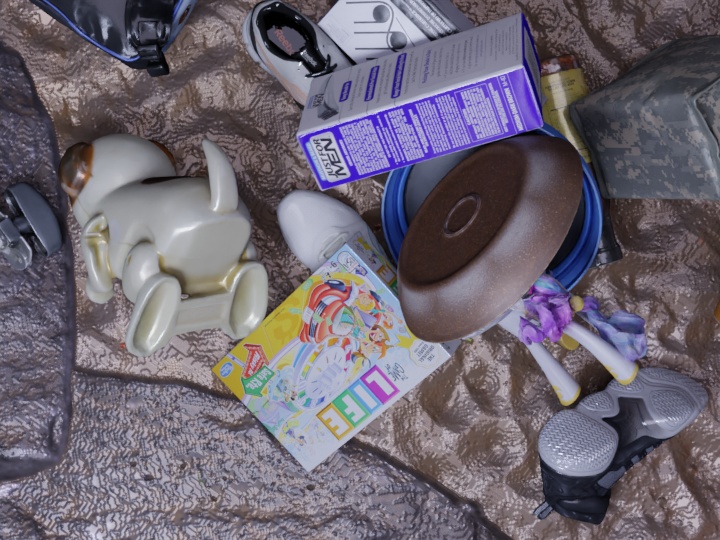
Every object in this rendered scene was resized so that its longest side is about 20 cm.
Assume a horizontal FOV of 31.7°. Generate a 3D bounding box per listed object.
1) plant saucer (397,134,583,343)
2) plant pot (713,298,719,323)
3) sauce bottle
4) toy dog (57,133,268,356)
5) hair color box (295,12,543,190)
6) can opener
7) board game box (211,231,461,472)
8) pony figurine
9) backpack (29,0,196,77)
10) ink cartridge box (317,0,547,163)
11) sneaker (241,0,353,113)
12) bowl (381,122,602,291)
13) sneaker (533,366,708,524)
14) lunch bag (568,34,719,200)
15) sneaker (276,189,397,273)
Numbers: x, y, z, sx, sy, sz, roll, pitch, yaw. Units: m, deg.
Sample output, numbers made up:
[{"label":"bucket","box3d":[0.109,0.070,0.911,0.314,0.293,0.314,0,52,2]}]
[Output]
[{"label":"plant saucer","box3d":[0.092,-0.036,1.023,0.037,0.200,0.200,37,88,-24]},{"label":"plant pot","box3d":[0.426,0.004,1.148,0.200,0.200,0.183,33,103,-2]},{"label":"sauce bottle","box3d":[0.200,-0.101,1.192,0.066,0.066,0.200,-15,93,-3]},{"label":"toy dog","box3d":[-0.190,-0.045,1.120,0.139,0.200,0.194,-18,132,-34]},{"label":"hair color box","box3d":[0.052,-0.144,1.083,0.200,0.109,0.065,-13,122,16]},{"label":"can opener","box3d":[-0.354,-0.091,1.181,0.067,0.053,0.200,-35,91,-35]},{"label":"board game box","box3d":[-0.025,0.077,1.144,0.134,0.034,0.200,46,120,-1]},{"label":"pony figurine","box3d":[0.146,0.024,1.077,0.200,0.193,0.167,36,66,-8]},{"label":"backpack","box3d":[-0.207,-0.297,1.130,0.200,0.154,0.191,35,96,-8]},{"label":"ink cartridge box","box3d":[0.066,-0.192,1.158,0.200,0.044,0.094,45,117,-4]},{"label":"sneaker","box3d":[-0.035,-0.171,1.174,0.200,0.080,0.074,43,86,-3]},{"label":"bowl","box3d":[0.120,-0.053,1.156,0.200,0.039,0.201,5,117,10]},{"label":"sneaker","box3d":[0.237,0.167,1.187,0.200,0.075,0.114,-19,136,-32]},{"label":"lunch bag","box3d":[0.317,-0.148,1.123,0.200,0.164,0.118,-34,110,-24]},{"label":"sneaker","box3d":[0.000,0.000,1.174,0.070,0.080,0.200,-43,90,0]}]
